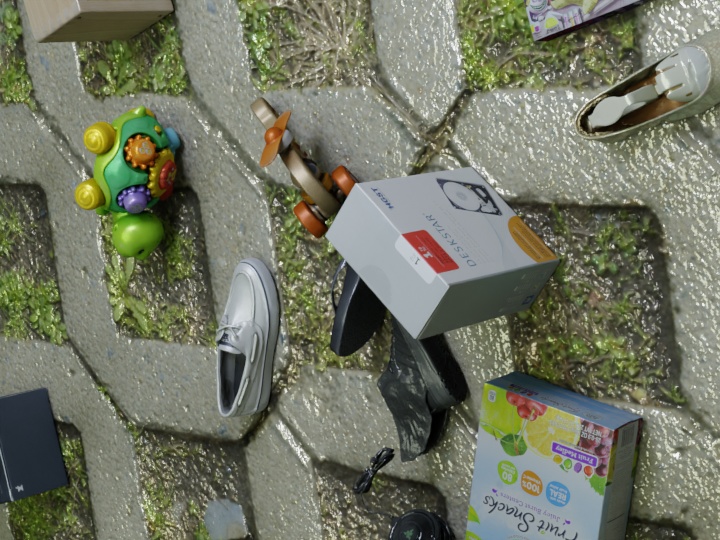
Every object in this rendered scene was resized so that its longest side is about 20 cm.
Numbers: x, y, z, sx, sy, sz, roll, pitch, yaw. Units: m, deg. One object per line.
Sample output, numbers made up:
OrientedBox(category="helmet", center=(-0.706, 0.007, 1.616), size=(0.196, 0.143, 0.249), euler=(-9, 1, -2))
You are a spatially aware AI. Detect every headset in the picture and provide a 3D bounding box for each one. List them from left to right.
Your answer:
OrientedBox(category="headset", center=(0.076, 0.292, 1.776), size=(0.199, 0.124, 0.094), euler=(38, 87, 14))

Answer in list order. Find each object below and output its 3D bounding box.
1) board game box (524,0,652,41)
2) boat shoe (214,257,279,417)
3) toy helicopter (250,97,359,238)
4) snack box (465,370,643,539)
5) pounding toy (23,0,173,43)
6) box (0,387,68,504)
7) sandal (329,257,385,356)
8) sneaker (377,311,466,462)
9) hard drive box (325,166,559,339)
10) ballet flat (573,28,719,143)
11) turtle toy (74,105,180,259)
OrientedBox(category="board game box", center=(0.242, -0.316, 1.578), size=(0.199, 0.032, 0.122), euler=(-17, 82, 42))
OrientedBox(category="boat shoe", center=(-0.147, 0.087, 1.971), size=(0.073, 0.065, 0.203), euler=(8, 103, 40))
OrientedBox(category="toy helicopter", center=(-0.086, -0.140, 1.846), size=(0.079, 0.132, 0.201), euler=(-41, 49, 8))
OrientedBox(category="snack box", center=(0.203, 0.230, 1.686), size=(0.167, 0.067, 0.203), euler=(18, 111, 38))
OrientedBox(category="pounding toy", center=(-0.344, -0.406, 1.976), size=(0.141, 0.183, 0.202), euler=(-21, 84, 41))
OrientedBox(category="box", center=(-0.542, 0.267, 2.329), size=(0.199, 0.106, 0.150), euler=(-16, 87, 43))
OrientedBox(category="sandal", center=(0.000, 0.000, 1.824), size=(0.043, 0.076, 0.203), euler=(18, 99, 36))
OrientedBox(category="sneaker", center=(0.052, 0.108, 1.802), size=(0.104, 0.060, 0.202), euler=(-30, 82, 37))
OrientedBox(category="hard drive box", center=(0.088, -0.022, 1.653), size=(0.156, 0.199, 0.077), euler=(48, 125, 23))
OrientedBox(category="ballet flat", center=(0.291, -0.172, 1.536), size=(0.199, 0.062, 0.068), euler=(-30, 78, 40))
OrientedBox(category="turtle toy", center=(-0.290, -0.114, 2.028), size=(0.100, 0.146, 0.202), euler=(18, 112, 15))
